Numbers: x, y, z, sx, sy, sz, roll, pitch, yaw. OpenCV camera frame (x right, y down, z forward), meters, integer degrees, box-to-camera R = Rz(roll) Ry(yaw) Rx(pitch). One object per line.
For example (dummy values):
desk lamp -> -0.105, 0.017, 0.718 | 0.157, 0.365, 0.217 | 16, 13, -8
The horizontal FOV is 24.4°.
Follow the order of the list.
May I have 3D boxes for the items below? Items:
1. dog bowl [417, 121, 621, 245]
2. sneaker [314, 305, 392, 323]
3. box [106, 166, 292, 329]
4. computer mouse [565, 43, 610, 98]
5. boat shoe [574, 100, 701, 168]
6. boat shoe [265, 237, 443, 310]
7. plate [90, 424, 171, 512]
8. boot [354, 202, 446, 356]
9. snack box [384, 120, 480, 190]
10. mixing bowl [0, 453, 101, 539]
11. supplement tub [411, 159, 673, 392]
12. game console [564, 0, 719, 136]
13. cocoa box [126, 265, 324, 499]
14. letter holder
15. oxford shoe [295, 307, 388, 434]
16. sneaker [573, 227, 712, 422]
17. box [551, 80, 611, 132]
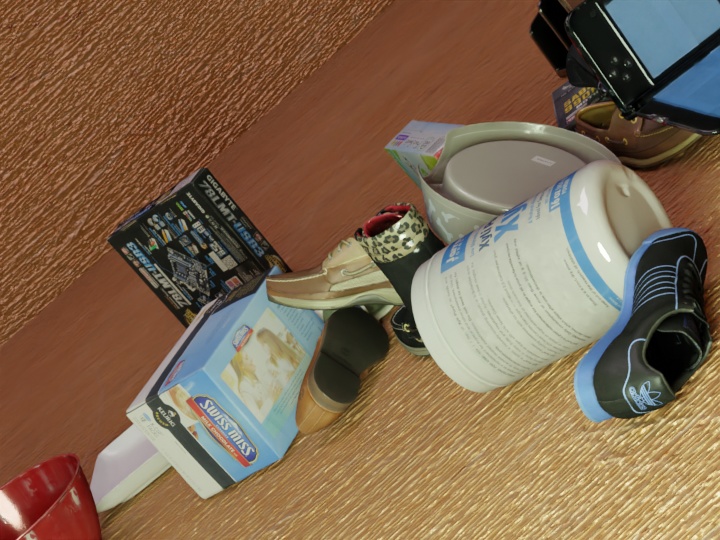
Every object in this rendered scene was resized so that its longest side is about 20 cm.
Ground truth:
dog bowl -> 0.151, -0.073, 1.589 | 0.198, 0.059, 0.201 | 2, 31, -1
sneaker -> 0.029, 0.004, 1.882 | 0.090, 0.067, 0.200 | -12, 31, 48
box -> -0.223, -0.020, 2.321 | 0.198, 0.200, 0.050 | -29, 17, 40
computer mouse -> 0.271, -0.229, 1.727 | 0.138, 0.053, 0.200 | -27, 13, -10
boat shoe -> 0.279, -0.146, 1.659 | 0.072, 0.068, 0.200 | -45, 15, -21
boat shoe -> 0.000, 0.000, 1.752 | 0.198, 0.074, 0.076 | -3, 7, 7
plate -> -0.245, 0.206, 2.029 | 0.199, 0.032, 0.200 | -40, 14, 6
boot -> 0.051, 0.006, 1.608 | 0.073, 0.154, 0.203 | -44, 15, -15
snack box -> 0.111, -0.090, 1.775 | 0.053, 0.142, 0.200 | -43, 15, -5
mixing bowl -> -0.360, 0.308, 1.844 | 0.199, 0.109, 0.200 | -33, 17, 11
supplement tub -> 0.154, 0.007, 1.386 | 0.199, 0.132, 0.132 | -30, 17, 34
game console -> 0.326, -0.233, 1.578 | 0.200, 0.173, 0.119 | -36, 3, -22
cocoa box -> -0.129, 0.117, 1.786 | 0.131, 0.134, 0.200 | -29, 18, 36
letter holder -> 0.299, -0.373, 2.150 | 0.200, 0.142, 0.100 | -48, 16, -27
oxford shoe -> -0.027, 0.100, 1.717 | 0.071, 0.071, 0.200 | -53, 0, 30
sneaker -> 0.231, 0.036, 1.242 | 0.078, 0.070, 0.200 | -14, 32, 44
box -> 0.307, -0.216, 1.841 | 0.199, 0.048, 0.159 | -36, 16, 16
